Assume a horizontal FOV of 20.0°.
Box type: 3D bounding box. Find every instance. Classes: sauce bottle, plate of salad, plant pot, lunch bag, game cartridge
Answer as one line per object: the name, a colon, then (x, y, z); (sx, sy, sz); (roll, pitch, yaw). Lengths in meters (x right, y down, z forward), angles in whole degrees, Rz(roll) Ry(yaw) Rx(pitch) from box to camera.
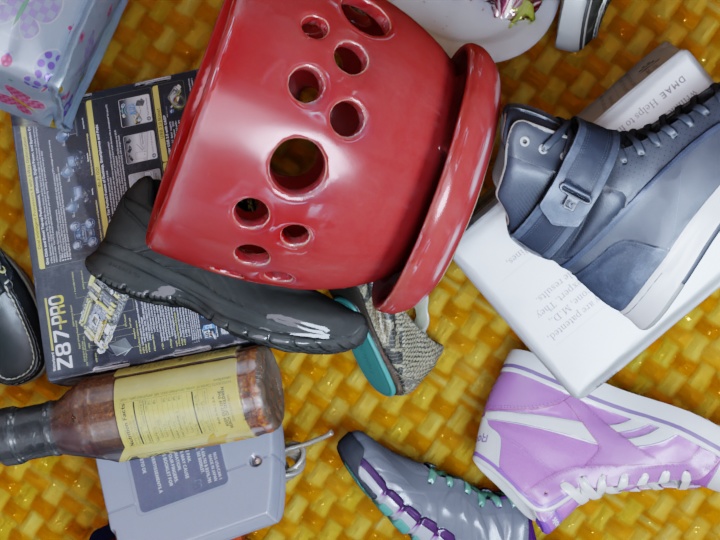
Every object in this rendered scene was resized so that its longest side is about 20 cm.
sauce bottle: (-0.153, 0.096, 1.397); (0.200, 0.066, 0.066); (-10, 97, 13)
plate of salad: (0.062, -0.234, 1.358); (0.200, 0.200, 0.048); (55, 141, -3)
plant pot: (-0.019, -0.081, 1.263); (0.182, 0.200, 0.201); (18, 99, -6)
lunch bag: (-0.242, -0.224, 1.403); (0.169, 0.127, 0.200); (22, 72, 1)
game cartridge: (-0.125, 0.102, 1.441); (0.133, 0.041, 0.200); (-21, 62, 11)

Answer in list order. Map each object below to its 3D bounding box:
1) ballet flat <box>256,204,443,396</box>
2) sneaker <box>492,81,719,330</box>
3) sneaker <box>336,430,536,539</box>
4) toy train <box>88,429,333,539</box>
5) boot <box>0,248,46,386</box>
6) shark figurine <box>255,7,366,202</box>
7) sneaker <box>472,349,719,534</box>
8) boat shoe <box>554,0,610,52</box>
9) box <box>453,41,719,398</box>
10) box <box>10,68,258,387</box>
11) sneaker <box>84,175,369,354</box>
ballet flat: (0.000, 0.000, 1.424); (0.075, 0.068, 0.200); (-44, 123, -16)
sneaker: (0.164, -0.085, 1.210); (0.146, 0.077, 0.203); (33, 100, -2)
sneaker: (0.074, 0.168, 1.467); (0.088, 0.074, 0.200); (-46, 102, -1)
toy train: (-0.088, 0.204, 1.479); (0.200, 0.085, 0.116); (-23, 105, 8)
boot: (-0.299, 0.002, 1.431); (0.073, 0.154, 0.204); (-28, 94, 9)
shark figurine: (-0.006, -0.132, 1.436); (0.090, 0.128, 0.215); (46, 131, 30)
sneaker: (0.176, 0.143, 1.429); (0.200, 0.073, 0.114); (19, 72, 13)
boat shoe: (0.188, -0.239, 1.391); (0.064, 0.071, 0.200); (21, 98, 4)
box: (0.175, -0.039, 1.354); (0.200, 0.199, 0.131); (-40, 93, 9)
box: (-0.153, -0.030, 1.436); (0.161, 0.049, 0.200); (-12, 80, 9)
sneaker: (-0.083, -0.004, 1.355); (0.200, 0.076, 0.091); (21, 88, 12)
